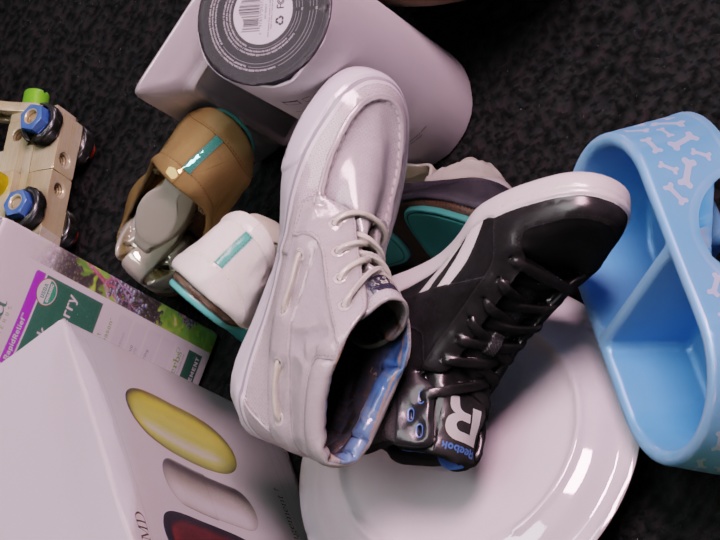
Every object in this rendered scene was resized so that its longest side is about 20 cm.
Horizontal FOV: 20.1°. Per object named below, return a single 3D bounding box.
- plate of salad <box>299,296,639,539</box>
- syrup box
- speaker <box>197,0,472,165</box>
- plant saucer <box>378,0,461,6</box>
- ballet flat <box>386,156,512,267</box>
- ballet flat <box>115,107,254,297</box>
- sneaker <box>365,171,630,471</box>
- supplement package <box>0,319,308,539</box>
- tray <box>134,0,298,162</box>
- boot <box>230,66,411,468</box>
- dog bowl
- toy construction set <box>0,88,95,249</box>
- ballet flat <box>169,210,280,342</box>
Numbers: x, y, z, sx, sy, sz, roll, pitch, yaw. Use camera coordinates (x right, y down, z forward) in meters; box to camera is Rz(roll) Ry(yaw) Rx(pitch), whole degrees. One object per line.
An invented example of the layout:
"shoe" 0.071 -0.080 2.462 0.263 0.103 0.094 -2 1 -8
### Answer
"plate of salad" 0.060 0.098 1.091 0.199 0.048 0.201 -15 53 21
"syrup box" -0.182 0.034 1.186 0.081 0.200 0.079 13 77 37
"speaker" -0.009 -0.113 1.127 0.081 0.200 0.082 -5 78 24
"plant saucer" 0.040 -0.208 1.195 0.199 0.036 0.201 -6 40 5
"ballet flat" 0.039 -0.033 1.149 0.199 0.073 0.073 0 70 42
"ballet flat" -0.115 -0.027 1.186 0.069 0.200 0.063 40 59 7
"sneaker" 0.066 0.039 1.028 0.200 0.073 0.112 -34 46 43
"supplement package" -0.127 0.166 1.093 0.147 0.200 0.192 -35 55 18
"tray" -0.058 -0.120 1.177 0.022 0.200 0.108 33 92 18
"boot" 0.000 0.000 1.028 0.095 0.073 0.201 20 97 55
"dog bowl" 0.157 0.012 1.022 0.112 0.049 0.201 118 144 -50
"toy construction set" -0.249 -0.052 1.347 0.131 0.092 0.201 -8 77 32
"ballet flat" -0.061 0.004 1.140 0.069 0.200 0.070 0 84 2
